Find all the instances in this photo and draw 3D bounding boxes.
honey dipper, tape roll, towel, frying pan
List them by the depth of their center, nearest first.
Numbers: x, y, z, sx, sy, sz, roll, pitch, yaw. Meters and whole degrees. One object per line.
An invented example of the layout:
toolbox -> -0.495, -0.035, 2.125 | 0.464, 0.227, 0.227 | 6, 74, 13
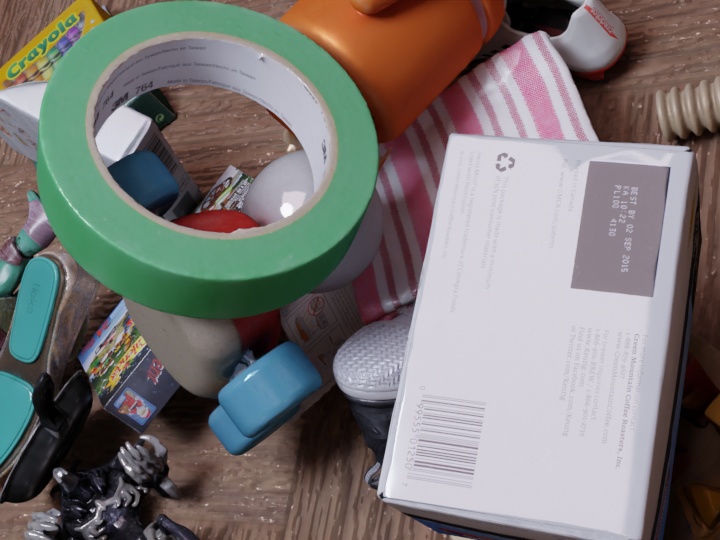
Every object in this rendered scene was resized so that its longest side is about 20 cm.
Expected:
tape roll -> -0.090, -0.069, 0.789 | 0.200, 0.048, 0.201 | 7, 57, -12
honey dipper -> 0.297, -0.124, 0.874 | 0.199, 0.038, 0.038 | -12, 58, 22
towel -> 0.066, -0.065, 0.913 | 0.200, 0.030, 0.147 | -31, 53, 18
frying pan -> -0.221, 0.105, 0.977 | 0.190, 0.031, 0.115 | -57, 3, 42

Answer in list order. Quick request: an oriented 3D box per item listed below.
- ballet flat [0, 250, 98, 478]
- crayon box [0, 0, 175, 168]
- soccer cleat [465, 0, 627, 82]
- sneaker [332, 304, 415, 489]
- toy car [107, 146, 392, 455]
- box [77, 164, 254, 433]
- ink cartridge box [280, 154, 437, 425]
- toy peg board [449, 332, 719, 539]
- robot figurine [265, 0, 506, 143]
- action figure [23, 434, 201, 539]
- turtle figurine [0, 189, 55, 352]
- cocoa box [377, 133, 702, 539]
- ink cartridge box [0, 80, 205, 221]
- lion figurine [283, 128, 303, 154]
ballet flat -> -0.259, 0.082, 1.071 | 0.068, 0.067, 0.201 | 28, 98, 27
crayon box -> -0.267, -0.171, 1.238 | 0.126, 0.052, 0.200 | -40, 50, 6
soccer cleat -> 0.106, -0.191, 0.995 | 0.200, 0.085, 0.069 | 18, 74, 37
sneaker -> 0.078, 0.073, 0.872 | 0.199, 0.114, 0.075 | -19, 27, -22
toy car -> -0.054, -0.013, 0.882 | 0.200, 0.177, 0.185 | -35, 84, -18
box -> -0.132, 0.016, 1.019 | 0.200, 0.038, 0.137 | -52, 23, -3
ink cartridge box -> 0.000, 0.000, 0.988 | 0.200, 0.050, 0.161 | -45, 49, 18
toy peg board -> 0.163, 0.129, 0.770 | 0.200, 0.098, 0.199 | -49, 50, -1
robot figurine -> 0.022, -0.169, 0.914 | 0.116, 0.144, 0.200 | 30, 70, 41
action figure -> -0.173, 0.176, 0.949 | 0.200, 0.102, 0.119 | 26, 65, 39
turtle figurine -> -0.316, 0.031, 1.104 | 0.200, 0.150, 0.101 | -41, 70, -5
cocoa box -> 0.104, 0.046, 0.707 | 0.133, 0.131, 0.201 | 6, 74, 18
ink cartridge box -> -0.229, -0.108, 1.072 | 0.200, 0.163, 0.057 | 33, 78, 21
lion figurine -> -0.027, -0.160, 1.068 | 0.123, 0.072, 0.200 | -57, 19, 14
